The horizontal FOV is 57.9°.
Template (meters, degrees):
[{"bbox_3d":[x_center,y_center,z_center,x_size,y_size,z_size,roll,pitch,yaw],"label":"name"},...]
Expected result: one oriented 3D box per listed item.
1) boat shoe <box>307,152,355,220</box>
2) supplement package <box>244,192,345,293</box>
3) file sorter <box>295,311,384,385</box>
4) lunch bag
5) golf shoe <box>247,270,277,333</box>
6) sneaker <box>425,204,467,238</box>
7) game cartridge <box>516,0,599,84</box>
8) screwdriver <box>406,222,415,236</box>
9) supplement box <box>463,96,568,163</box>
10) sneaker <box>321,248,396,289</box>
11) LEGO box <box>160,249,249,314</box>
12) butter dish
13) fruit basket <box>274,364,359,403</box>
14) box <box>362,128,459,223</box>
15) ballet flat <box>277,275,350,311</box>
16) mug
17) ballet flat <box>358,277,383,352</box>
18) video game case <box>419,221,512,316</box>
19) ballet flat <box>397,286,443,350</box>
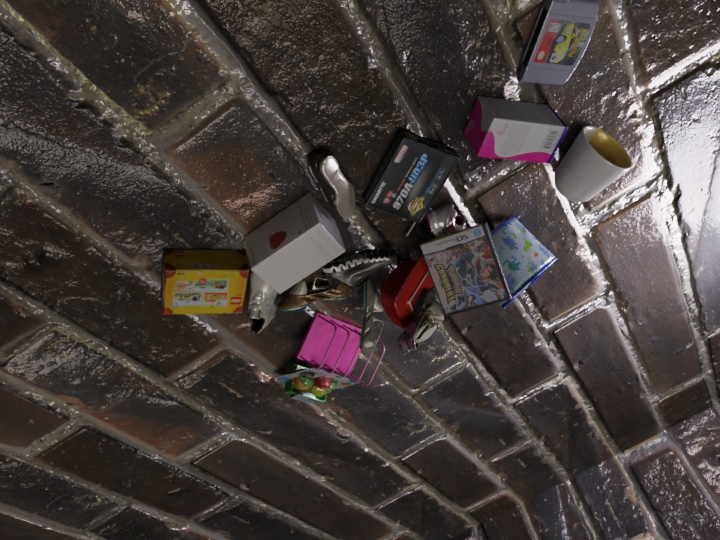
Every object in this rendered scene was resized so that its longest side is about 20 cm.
[{"bbox_3d":[-0.065,-0.199,1.509,0.067,0.057,0.201,-51,144,-20],"label":"boat shoe"},{"bbox_3d":[-0.158,-0.064,1.549,0.199,0.122,0.120,-33,135,12],"label":"supplement package"},{"bbox_3d":[-0.050,0.227,1.833,0.199,0.125,0.140,25,91,-36],"label":"file sorter"},{"bbox_3d":[0.395,-0.030,1.710,0.199,0.170,0.128,-38,167,-21],"label":"lunch bag"},{"bbox_3d":[-0.253,0.078,1.658,0.077,0.098,0.201,11,133,10],"label":"golf shoe"},{"bbox_3d":[0.243,-0.094,1.695,0.088,0.082,0.200,-28,136,11],"label":"sneaker"},{"bbox_3d":[0.429,-0.498,1.405,0.132,0.041,0.201,-5,134,-21],"label":"game cartridge"},{"bbox_3d":[0.163,-0.159,1.636,0.028,0.029,0.201,10,123,-28],"label":"screwdriver"},{"bbox_3d":[0.354,-0.323,1.499,0.198,0.104,0.102,1,133,-22],"label":"supplement box"},{"bbox_3d":[0.000,0.000,1.695,0.198,0.067,0.091,-12,115,-3],"label":"sneaker"},{"bbox_3d":[-0.381,0.029,1.588,0.198,0.078,0.150,0,133,-21],"label":"LEGO box"},{"bbox_3d":[0.120,0.062,1.768,0.200,0.147,0.201,-56,141,-27],"label":"butter dish"},{"bbox_3d":[-0.128,0.334,1.925,0.184,0.095,0.199,25,153,-37],"label":"fruit basket"},{"bbox_3d":[0.118,-0.220,1.543,0.158,0.046,0.201,15,126,-25],"label":"box"},{"bbox_3d":[-0.125,0.052,1.723,0.198,0.068,0.073,-10,115,-11],"label":"ballet flat"},{"bbox_3d":[0.581,-0.248,1.631,0.185,0.150,0.154,15,135,-23],"label":"mug"},{"bbox_3d":[0.033,0.121,1.769,0.063,0.203,0.067,5,176,2],"label":"ballet flat"},{"bbox_3d":[0.263,0.000,1.630,0.179,0.025,0.202,-17,98,25],"label":"video game case"},{"bbox_3d":[0.170,0.129,1.672,0.201,0.071,0.069,-54,137,-28],"label":"ballet flat"}]
